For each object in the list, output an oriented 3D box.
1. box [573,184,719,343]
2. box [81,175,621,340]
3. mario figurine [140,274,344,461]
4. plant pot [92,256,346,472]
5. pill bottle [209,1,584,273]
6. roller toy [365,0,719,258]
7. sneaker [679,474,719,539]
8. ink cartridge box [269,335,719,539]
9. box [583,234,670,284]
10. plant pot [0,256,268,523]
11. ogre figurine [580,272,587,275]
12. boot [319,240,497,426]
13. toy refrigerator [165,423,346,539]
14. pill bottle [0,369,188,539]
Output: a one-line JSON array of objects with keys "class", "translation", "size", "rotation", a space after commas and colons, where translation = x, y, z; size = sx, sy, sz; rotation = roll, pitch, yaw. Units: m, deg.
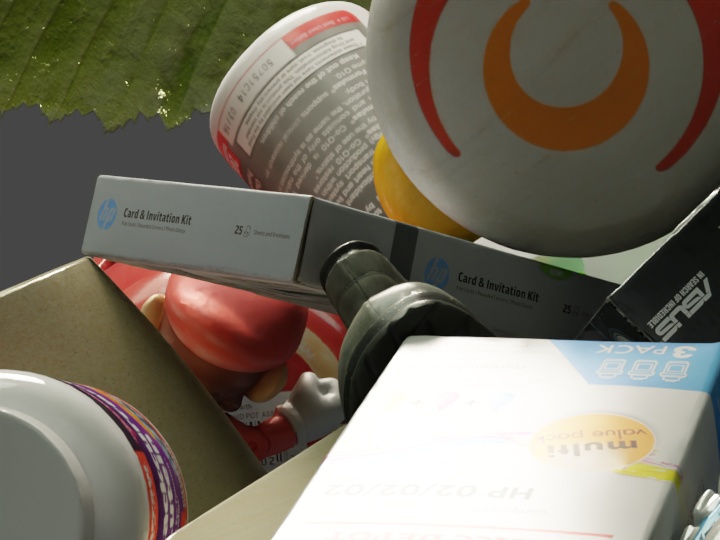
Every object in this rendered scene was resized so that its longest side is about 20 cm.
[{"class": "box", "translation": [0.152, -0.007, 1.020], "size": [0.160, 0.044, 0.200], "rotation": [-44, -6, -13]}, {"class": "box", "translation": [0.000, 0.000, 1.133], "size": [0.200, 0.041, 0.156], "rotation": [16, -5, -40]}, {"class": "mario figurine", "translation": [-0.089, 0.070, 1.258], "size": [0.123, 0.106, 0.200], "rotation": [21, -74, -42]}, {"class": "plant pot", "translation": [-0.076, 0.068, 1.376], "size": [0.200, 0.201, 0.183], "rotation": [-23, 6, -2]}, {"class": "pill bottle", "translation": [0.019, -0.040, 1.330], "size": [0.114, 0.200, 0.114], "rotation": [-31, -29, -19]}, {"class": "roller toy", "translation": [0.099, -0.101, 1.139], "size": [0.182, 0.200, 0.140], "rotation": [6, 10, 6]}, {"class": "sneaker", "translation": [0.182, 0.070, 0.737], "size": [0.200, 0.075, 0.087], "rotation": [-24, 9, -25]}, {"class": "ink cartridge box", "translation": [0.043, 0.091, 0.764], "size": [0.115, 0.068, 0.200], "rotation": [0, 23, 18]}, {"class": "box", "translation": [0.206, -0.053, 1.387], "size": [0.199, 0.171, 0.200], "rotation": [-20, -11, 30]}, {"class": "plant pot", "translation": [-0.126, 0.102, 1.133], "size": [0.187, 0.200, 0.187], "rotation": [-22, 4, 2]}, {"class": "ogre figurine", "translation": [0.125, 0.055, 1.226], "size": [0.120, 0.098, 0.200], "rotation": [8, 42, 48]}, {"class": "boot", "translation": [0.016, 0.035, 0.965], "size": [0.068, 0.131, 0.200], "rotation": [-37, -36, 0]}, {"class": "toy refrigerator", "translation": [-0.012, 0.121, 1.000], "size": [0.200, 0.076, 0.070], "rotation": [-28, -28, -59]}, {"class": "pill bottle", "translation": [-0.131, 0.094, 0.955], "size": [0.111, 0.111, 0.200], "rotation": [-22, -5, 1]}]
